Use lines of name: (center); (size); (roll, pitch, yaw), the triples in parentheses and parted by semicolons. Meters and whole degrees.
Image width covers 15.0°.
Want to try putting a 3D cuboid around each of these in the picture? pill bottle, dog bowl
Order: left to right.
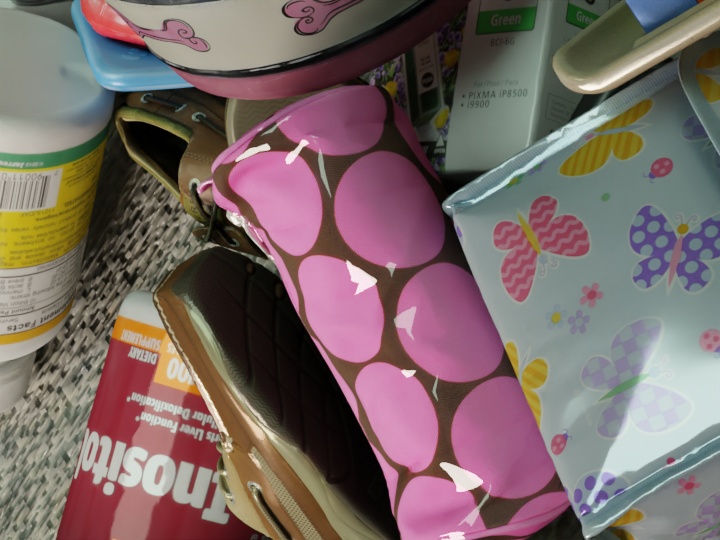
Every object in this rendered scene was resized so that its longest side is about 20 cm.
pill bottle: (-0.195, -0.025, 1.403); (0.113, 0.113, 0.200); (52, 139, 41)
pill bottle: (-0.081, 0.117, 1.274); (0.113, 0.113, 0.200); (13, 88, 47)
dog bowl: (-0.023, -0.154, 1.200); (0.200, 0.074, 0.200); (-18, 35, 13)

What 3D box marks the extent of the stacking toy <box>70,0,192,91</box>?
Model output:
stacking toy: (-0.085, -0.193, 1.311); (0.116, 0.110, 0.200); (-118, 23, -60)

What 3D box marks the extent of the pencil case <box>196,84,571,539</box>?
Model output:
pencil case: (0.014, 0.024, 1.123); (0.094, 0.091, 0.200); (-29, 85, 20)

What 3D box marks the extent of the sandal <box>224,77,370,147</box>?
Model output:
sandal: (0.000, 0.000, 1.205); (0.080, 0.054, 0.200); (-17, 97, 0)

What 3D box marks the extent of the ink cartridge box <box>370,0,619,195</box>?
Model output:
ink cartridge box: (0.064, -0.135, 1.249); (0.109, 0.050, 0.200); (0, 79, 46)

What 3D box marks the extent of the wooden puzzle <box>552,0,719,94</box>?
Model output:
wooden puzzle: (0.182, -0.146, 1.048); (0.200, 0.185, 0.046); (-24, 99, 37)

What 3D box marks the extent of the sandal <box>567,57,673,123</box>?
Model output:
sandal: (0.084, -0.005, 1.187); (0.200, 0.075, 0.048); (-55, 20, 9)

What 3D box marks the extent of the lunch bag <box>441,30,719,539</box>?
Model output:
lunch bag: (0.156, 0.002, 1.057); (0.200, 0.127, 0.170); (-29, 57, 12)

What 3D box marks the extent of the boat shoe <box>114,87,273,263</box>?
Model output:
boat shoe: (-0.054, -0.035, 1.310); (0.200, 0.068, 0.072); (43, 145, 51)

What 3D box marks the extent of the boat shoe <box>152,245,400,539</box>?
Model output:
boat shoe: (-0.029, 0.085, 1.187); (0.074, 0.076, 0.200); (-28, 104, 32)

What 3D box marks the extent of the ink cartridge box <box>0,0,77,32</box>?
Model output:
ink cartridge box: (-0.161, -0.200, 1.440); (0.200, 0.083, 0.147); (-60, 43, 34)
